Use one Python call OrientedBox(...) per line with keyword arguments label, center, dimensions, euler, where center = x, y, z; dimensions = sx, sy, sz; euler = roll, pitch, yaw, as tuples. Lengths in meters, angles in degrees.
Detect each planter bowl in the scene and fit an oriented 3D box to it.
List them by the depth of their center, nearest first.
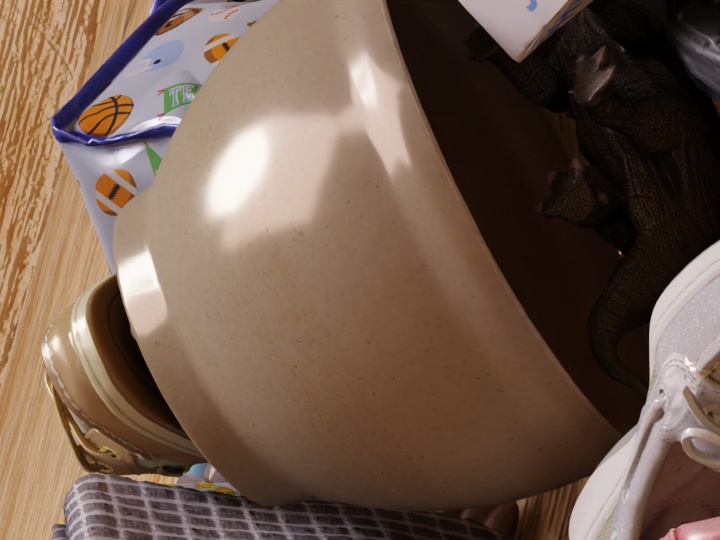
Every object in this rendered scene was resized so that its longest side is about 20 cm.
OrientedBox(label="planter bowl", center=(0.000, 0.000, 0.992), dimensions=(0.135, 0.200, 0.200), euler=(-27, 31, 15))

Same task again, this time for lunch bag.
OrientedBox(label="lunch bag", center=(-0.040, -0.049, 1.342), dimensions=(0.200, 0.124, 0.170), euler=(-54, -42, -44))

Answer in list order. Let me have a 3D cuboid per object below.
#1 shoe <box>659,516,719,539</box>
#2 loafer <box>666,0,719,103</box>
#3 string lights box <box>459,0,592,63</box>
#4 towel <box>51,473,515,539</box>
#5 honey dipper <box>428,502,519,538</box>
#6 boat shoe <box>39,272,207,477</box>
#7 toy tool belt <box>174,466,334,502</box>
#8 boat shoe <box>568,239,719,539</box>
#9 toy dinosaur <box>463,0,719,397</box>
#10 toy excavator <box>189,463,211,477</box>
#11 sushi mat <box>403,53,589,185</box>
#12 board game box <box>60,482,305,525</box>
OrientedBox(label="shoe", center=(0.077, 0.139, 0.789), dimensions=(0.200, 0.071, 0.091), euler=(-38, 25, 26))
OrientedBox(label="loafer", center=(0.134, -0.083, 0.932), dimensions=(0.068, 0.070, 0.201), euler=(-26, 19, 7))
OrientedBox(label="string lights box", center=(0.112, -0.159, 0.906), dimensions=(0.200, 0.059, 0.103), euler=(-42, -1, -25))
OrientedBox(label="towel", center=(-0.015, 0.129, 0.981), dimensions=(0.166, 0.200, 0.086), euler=(-123, 46, -73))
OrientedBox(label="honey dipper", center=(-0.032, 0.070, 1.159), dimensions=(0.038, 0.200, 0.038), euler=(-55, -21, -33))
OrientedBox(label="boat shoe", center=(-0.077, 0.046, 1.053), dimensions=(0.074, 0.066, 0.200), euler=(68, -168, 13))
OrientedBox(label="toy tool belt", center=(-0.026, 0.106, 1.236), dimensions=(0.125, 0.123, 0.200), euler=(-96, 26, -59))
OrientedBox(label="boat shoe", center=(0.110, 0.058, 0.842), dimensions=(0.202, 0.074, 0.065), euler=(115, 159, -50))
OrientedBox(label="toy dinosaur", center=(0.095, -0.043, 0.976), dimensions=(0.077, 0.102, 0.200), euler=(-41, 47, 23))
OrientedBox(label="toy excavator", center=(-0.051, 0.120, 1.437), dimensions=(0.195, 0.100, 0.200), euler=(-94, 11, -62))
OrientedBox(label="sushi mat", center=(0.039, -0.070, 1.078), dimensions=(0.012, 0.095, 0.200), euler=(-124, 25, -64))
OrientedBox(label="board game box", center=(-0.045, 0.183, 1.103), dimensions=(0.200, 0.103, 0.105), euler=(54, 133, 45))
